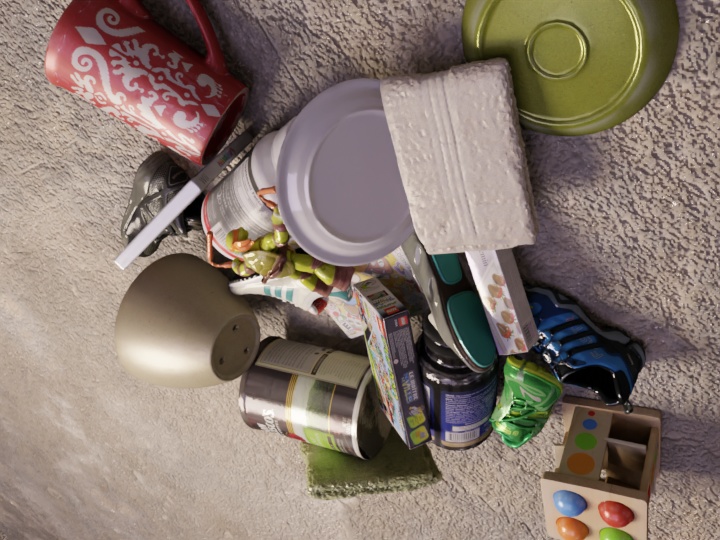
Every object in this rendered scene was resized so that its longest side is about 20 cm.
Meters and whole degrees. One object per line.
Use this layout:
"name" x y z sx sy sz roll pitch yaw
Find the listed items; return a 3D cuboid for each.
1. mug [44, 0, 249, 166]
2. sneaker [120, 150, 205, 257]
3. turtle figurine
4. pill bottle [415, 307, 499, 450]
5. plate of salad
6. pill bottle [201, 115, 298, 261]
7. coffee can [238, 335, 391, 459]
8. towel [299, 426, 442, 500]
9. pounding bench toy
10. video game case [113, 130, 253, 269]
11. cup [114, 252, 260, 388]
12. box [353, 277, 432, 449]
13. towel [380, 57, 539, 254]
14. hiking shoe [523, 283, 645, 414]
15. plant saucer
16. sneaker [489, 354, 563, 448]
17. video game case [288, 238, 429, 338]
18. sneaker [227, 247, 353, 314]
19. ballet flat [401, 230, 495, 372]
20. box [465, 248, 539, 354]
"mug" -0.234 -0.232 0.819 0.199 0.134 0.178 33 140 -4
"sneaker" -0.278 -0.067 1.031 0.114 0.076 0.200 38 133 5
"turtle figurine" -0.088 -0.018 0.821 0.160 0.065 0.200 21 145 -23
"pill bottle" 0.126 0.137 0.937 0.111 0.112 0.201 14 135 21
"plate of salad" -0.003 -0.104 0.766 0.048 0.199 0.201 30 150 54
"pill bottle" -0.102 -0.098 0.867 0.114 0.114 0.200 45 136 -12
"coffee can" -0.061 0.188 1.077 0.198 0.147 0.147 8 132 25
"towel" 0.012 0.287 1.070 0.198 0.148 0.037 -4 109 -9
"pounding bench toy" 0.318 0.298 0.935 0.123 0.156 0.201 5 131 27
"video game case" -0.204 -0.089 0.844 0.143 0.200 0.018 -39 105 23
"cup" -0.230 0.089 1.035 0.142 0.200 0.201 17 136 31
"box" 0.042 0.120 0.932 0.110 0.034 0.201 -134 29 -61
"towel" 0.104 -0.110 0.727 0.131 0.035 0.201 -4 119 24
"hiking shoe" 0.239 0.085 0.841 0.199 0.087 0.075 25 137 9
"plant saucer" 0.183 -0.207 0.654 0.199 0.031 0.201 17 135 18
"sneaker" 0.210 0.176 0.911 0.074 0.084 0.201 25 155 27
"video game case" 0.000 0.000 0.960 0.199 0.023 0.182 -23 113 43
"sneaker" -0.096 0.025 0.971 0.199 0.070 0.094 -14 114 35
"ballet flat" 0.101 0.029 0.847 0.064 0.067 0.201 -36 70 51
"box" 0.151 -0.004 0.806 0.038 0.041 0.201 -13 102 38
